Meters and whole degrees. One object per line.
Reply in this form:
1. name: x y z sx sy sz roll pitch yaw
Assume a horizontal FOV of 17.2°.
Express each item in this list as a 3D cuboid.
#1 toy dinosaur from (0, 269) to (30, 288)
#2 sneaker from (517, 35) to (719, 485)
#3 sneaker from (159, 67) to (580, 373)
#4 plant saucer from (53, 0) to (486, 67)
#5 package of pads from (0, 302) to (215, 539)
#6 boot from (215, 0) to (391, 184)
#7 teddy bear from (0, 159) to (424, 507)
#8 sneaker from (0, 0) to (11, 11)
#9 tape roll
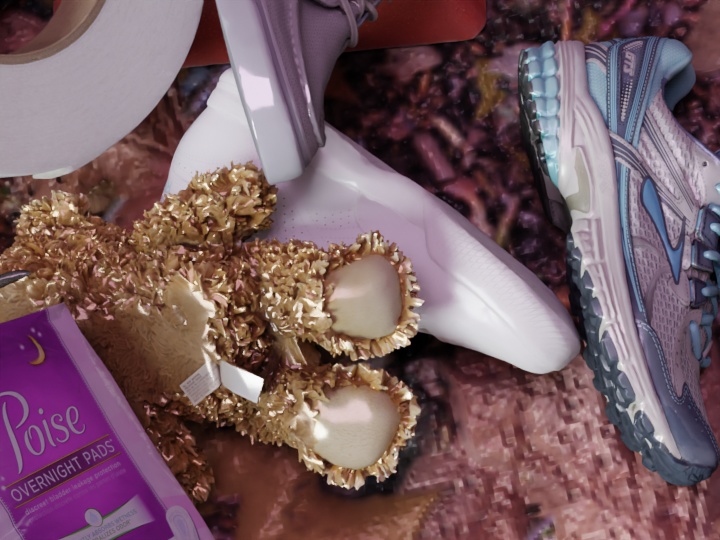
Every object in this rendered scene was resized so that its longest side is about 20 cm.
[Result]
1. toy dinosaur: -0.222 -0.041 1.009 0.199 0.102 0.077 8 98 15
2. sneaker: 0.125 -0.012 0.977 0.086 0.078 0.201 -14 69 1
3. sneaker: 0.000 0.000 1.003 0.200 0.075 0.089 35 92 25
4. plant saucer: -0.047 -0.194 1.091 0.199 0.037 0.200 -5 70 7
5. package of pads: -0.118 0.118 0.922 0.076 0.120 0.200 -37 82 38
6. boot: -0.012 -0.124 0.983 0.095 0.074 0.201 -12 51 1
7. teddy bear: -0.060 0.026 0.981 0.199 0.067 0.146 -11 98 31
8. sneaker: -0.184 -0.132 1.074 0.066 0.090 0.201 30 103 18
9. tape roll: -0.155 -0.136 0.981 0.037 0.202 0.203 -2 63 54
